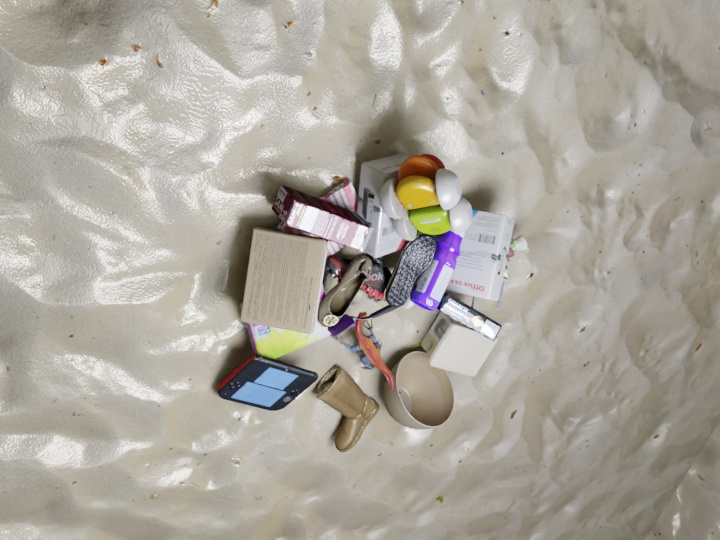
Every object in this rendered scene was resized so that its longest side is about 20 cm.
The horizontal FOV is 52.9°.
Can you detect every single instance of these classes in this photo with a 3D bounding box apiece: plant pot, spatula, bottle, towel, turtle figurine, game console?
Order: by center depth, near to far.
[{"bbox_3d":[-0.082,-0.099,1.645,0.198,0.030,0.148,-33,131,-9],"label":"towel"},{"bbox_3d":[0.186,-0.007,1.714,0.064,0.083,0.204,28,83,-18],"label":"bottle"},{"bbox_3d":[0.012,0.109,1.723,0.196,0.056,0.021,-17,119,-24],"label":"spatula"},{"bbox_3d":[-0.224,0.273,1.730,0.197,0.032,0.176,22,133,-38],"label":"game console"},{"bbox_3d":[0.347,-0.001,1.880,0.191,0.202,0.145,-30,163,-16],"label":"turtle figurine"},{"bbox_3d":[0.136,0.337,1.943,0.197,0.205,0.134,10,151,-34],"label":"plant pot"}]

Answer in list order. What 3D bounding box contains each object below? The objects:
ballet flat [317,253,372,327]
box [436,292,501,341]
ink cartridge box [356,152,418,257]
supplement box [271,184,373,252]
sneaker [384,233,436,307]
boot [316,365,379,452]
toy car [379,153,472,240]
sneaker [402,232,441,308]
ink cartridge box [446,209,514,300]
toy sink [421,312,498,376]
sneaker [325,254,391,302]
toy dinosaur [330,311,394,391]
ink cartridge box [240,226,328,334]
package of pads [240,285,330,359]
[{"bbox_3d":[-0.033,0.053,1.656,0.067,0.047,0.202,22,111,-37],"label":"ballet flat"},{"bbox_3d":[0.245,0.101,1.783,0.157,0.200,0.047,30,91,-10],"label":"box"},{"bbox_3d":[0.068,-0.151,1.643,0.145,0.082,0.204,-19,127,-40],"label":"ink cartridge box"},{"bbox_3d":[-0.081,-0.111,1.544,0.196,0.109,0.062,19,105,-28],"label":"supplement box"},{"bbox_3d":[0.109,-0.009,1.714,0.071,0.083,0.202,28,109,-11],"label":"sneaker"},{"bbox_3d":[-0.056,0.367,1.912,0.177,0.066,0.200,-53,131,-9],"label":"boot"},{"bbox_3d":[0.143,-0.165,1.549,0.171,0.153,0.201,-8,146,23],"label":"toy car"},{"bbox_3d":[0.160,-0.001,1.796,0.103,0.075,0.205,8,102,-41],"label":"sneaker"},{"bbox_3d":[0.280,-0.041,1.764,0.084,0.143,0.205,11,92,-61],"label":"ink cartridge box"},{"bbox_3d":[0.250,0.188,1.951,0.197,0.112,0.132,17,109,-41],"label":"toy sink"},{"bbox_3d":[0.000,0.000,1.721,0.198,0.071,0.099,26,103,-40],"label":"sneaker"},{"bbox_3d":[0.029,0.182,1.802,0.105,0.199,0.182,-48,163,-15],"label":"toy dinosaur"},{"bbox_3d":[-0.162,0.019,1.556,0.160,0.075,0.205,10,95,1],"label":"ink cartridge box"},{"bbox_3d":[-0.168,0.115,1.691,0.196,0.068,0.157,-22,126,-17],"label":"package of pads"}]
